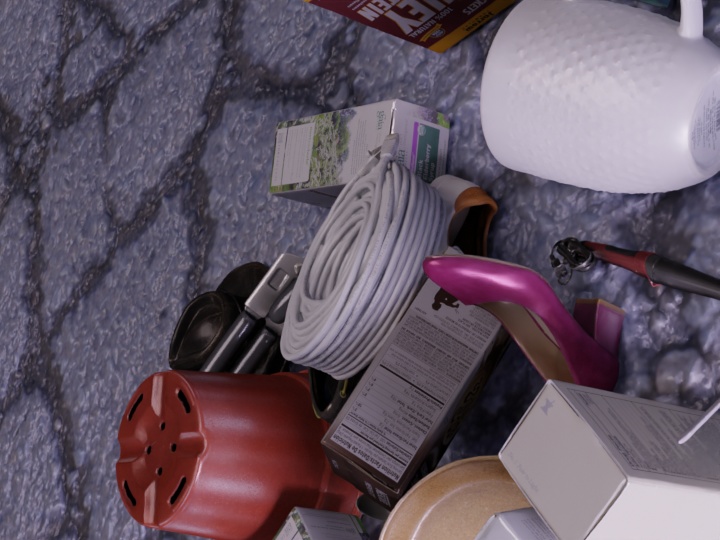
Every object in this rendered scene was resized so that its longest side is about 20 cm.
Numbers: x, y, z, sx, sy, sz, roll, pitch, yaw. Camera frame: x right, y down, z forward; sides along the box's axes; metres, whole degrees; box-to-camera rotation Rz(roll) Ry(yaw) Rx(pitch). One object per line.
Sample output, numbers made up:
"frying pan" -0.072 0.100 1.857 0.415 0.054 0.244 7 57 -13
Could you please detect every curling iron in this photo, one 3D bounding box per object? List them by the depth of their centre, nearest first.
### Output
"curling iron" 0.230 0.005 1.128 0.050 0.026 0.199 -46 36 -22

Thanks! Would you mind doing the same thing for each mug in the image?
"mug" 0.208 -0.160 1.098 0.174 0.147 0.203 19 114 38

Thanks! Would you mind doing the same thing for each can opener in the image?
"can opener" -0.115 0.068 1.465 0.201 0.052 0.066 -53 5 6

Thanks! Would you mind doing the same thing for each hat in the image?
"hat" -0.162 0.083 1.551 0.199 0.080 0.204 -17 68 47

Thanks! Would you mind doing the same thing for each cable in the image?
"cable" 0.000 0.000 1.254 0.201 0.069 0.201 -52 19 30

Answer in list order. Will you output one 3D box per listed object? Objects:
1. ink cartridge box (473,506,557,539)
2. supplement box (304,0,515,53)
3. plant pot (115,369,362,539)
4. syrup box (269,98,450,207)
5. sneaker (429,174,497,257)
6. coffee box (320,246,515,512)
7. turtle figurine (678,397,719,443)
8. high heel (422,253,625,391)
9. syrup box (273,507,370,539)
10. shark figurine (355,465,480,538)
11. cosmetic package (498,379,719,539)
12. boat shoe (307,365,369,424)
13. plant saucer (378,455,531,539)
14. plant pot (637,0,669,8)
"ink cartridge box" 0.176 0.237 0.975 0.145 0.199 0.084 48 119 32
"supplement box" 0.041 -0.350 1.337 0.132 0.196 0.203 -30 58 42
"plant pot" -0.124 0.185 1.376 0.200 0.194 0.204 -16 68 46
"syrup box" -0.003 -0.116 1.413 0.199 0.081 0.080 -3 78 50
"sneaker" 0.068 0.013 1.292 0.084 0.072 0.202 26 98 53
"coffee box" 0.055 0.097 1.182 0.079 0.113 0.201 30 75 14
"turtle figurine" 0.330 0.065 0.902 0.144 0.200 0.195 41 110 11
"high heel" 0.126 0.052 1.110 0.067 0.198 0.097 -1 72 57
"syrup box" -0.013 0.314 1.249 0.079 0.081 0.201 -57 41 21
"shark figurine" 0.044 0.219 1.252 0.214 0.089 0.129 41 113 50
"cosmetic package" 0.205 0.148 0.980 0.074 0.198 0.104 -58 41 22
"boat shoe" -0.023 0.079 1.369 0.072 0.060 0.202 -44 35 22
"plant saucer" 0.110 0.247 1.126 0.035 0.198 0.203 -28 -43 -82
"plant pot" 0.218 -0.354 1.175 0.141 0.140 0.202 32 97 50
